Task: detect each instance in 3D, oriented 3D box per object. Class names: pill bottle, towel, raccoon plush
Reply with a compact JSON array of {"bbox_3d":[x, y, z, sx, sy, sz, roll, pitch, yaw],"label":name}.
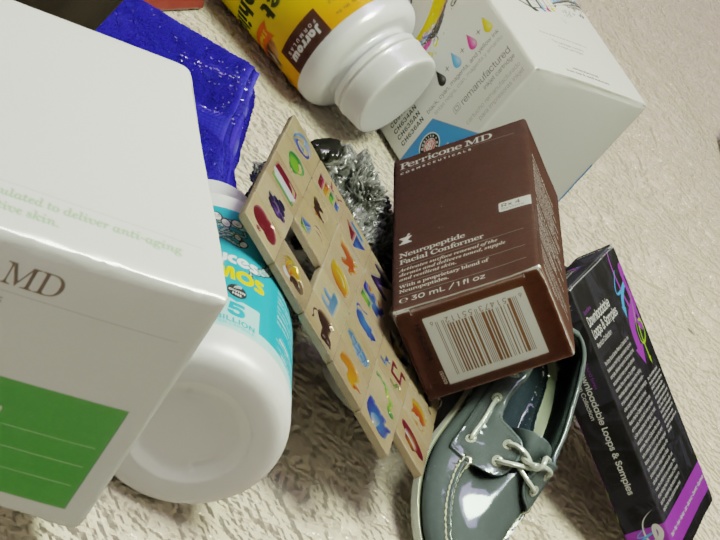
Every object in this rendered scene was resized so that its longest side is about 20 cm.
[{"bbox_3d":[-0.033,-0.204,1.649,0.200,0.109,0.109,49,27,17],"label":"pill bottle"},{"bbox_3d":[-0.136,-0.114,1.442,0.147,0.050,0.200,34,27,-16],"label":"towel"},{"bbox_3d":[-0.093,0.030,1.213,0.110,0.111,0.200,31,28,-20],"label":"pill bottle"},{"bbox_3d":[0.000,0.000,1.415,0.199,0.097,0.135,22,40,-35],"label":"raccoon plush"}]

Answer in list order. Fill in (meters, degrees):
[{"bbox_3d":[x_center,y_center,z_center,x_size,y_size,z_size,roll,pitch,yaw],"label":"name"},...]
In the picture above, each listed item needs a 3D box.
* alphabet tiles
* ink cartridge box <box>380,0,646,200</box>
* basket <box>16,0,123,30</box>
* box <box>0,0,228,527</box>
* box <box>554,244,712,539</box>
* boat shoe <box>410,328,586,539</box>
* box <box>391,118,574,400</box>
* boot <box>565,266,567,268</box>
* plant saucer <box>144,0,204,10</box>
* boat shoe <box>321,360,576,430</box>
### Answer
[{"bbox_3d":[-0.007,0.020,1.281,0.201,0.008,0.167,61,18,-16],"label":"alphabet tiles"},{"bbox_3d":[0.095,-0.164,1.718,0.144,0.147,0.201,12,39,-45],"label":"ink cartridge box"},{"bbox_3d":[-0.200,-0.205,1.322,0.136,0.200,0.181,9,40,-46],"label":"basket"},{"bbox_3d":[-0.194,-0.017,1.057,0.198,0.172,0.201,19,33,-26],"label":"box"},{"bbox_3d":[0.181,0.092,1.470,0.201,0.036,0.143,69,21,-5],"label":"box"},{"bbox_3d":[0.089,0.110,1.328,0.073,0.062,0.201,45,46,-21],"label":"boat shoe"},{"bbox_3d":[0.077,-0.011,1.386,0.200,0.100,0.075,-88,157,-61],"label":"box"},{"bbox_3d":[0.093,-0.011,1.550,0.198,0.073,0.163,21,34,-60],"label":"boot"},{"bbox_3d":[-0.219,-0.272,1.584,0.200,0.037,0.200,49,27,15],"label":"plant saucer"},{"bbox_3d":[0.064,0.079,1.405,0.199,0.060,0.074,22,34,-35],"label":"boat shoe"}]
